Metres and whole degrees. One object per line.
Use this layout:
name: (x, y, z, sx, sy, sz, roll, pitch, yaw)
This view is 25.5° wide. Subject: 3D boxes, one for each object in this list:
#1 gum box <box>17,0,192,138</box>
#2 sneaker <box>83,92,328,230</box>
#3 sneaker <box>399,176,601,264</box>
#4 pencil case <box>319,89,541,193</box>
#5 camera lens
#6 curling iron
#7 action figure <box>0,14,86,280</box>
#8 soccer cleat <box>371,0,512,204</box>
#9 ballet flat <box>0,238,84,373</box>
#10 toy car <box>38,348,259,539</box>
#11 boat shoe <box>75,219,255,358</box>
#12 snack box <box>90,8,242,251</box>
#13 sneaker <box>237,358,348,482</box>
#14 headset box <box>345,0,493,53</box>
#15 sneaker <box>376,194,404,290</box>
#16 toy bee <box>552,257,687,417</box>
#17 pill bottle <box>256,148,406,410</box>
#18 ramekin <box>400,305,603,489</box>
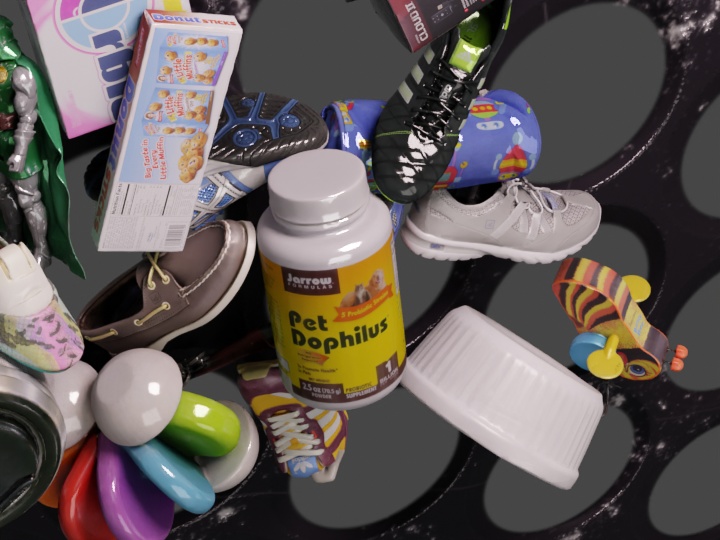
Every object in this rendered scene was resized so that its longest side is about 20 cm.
gum box: (-0.189, -0.207, 1.142, 0.113, 0.066, 0.201, -21, 133, -13)
sneaker: (-0.121, -0.083, 1.287, 0.199, 0.076, 0.077, -17, 139, -5)
sneaker: (0.138, -0.056, 1.448, 0.199, 0.075, 0.082, -6, 129, -26)
pencil case: (0.056, -0.112, 1.354, 0.199, 0.087, 0.078, -7, 154, -24)
camera lens: (-0.323, 0.094, 1.213, 0.159, 0.200, 0.160, -16, 132, -19)
curling iron: (-0.087, 0.063, 1.399, 0.199, 0.050, 0.026, -22, 96, 15)
action figure: (-0.259, -0.095, 1.177, 0.055, 0.118, 0.201, -32, 131, -42)
soccer cleat: (0.065, -0.146, 1.276, 0.067, 0.201, 0.081, 28, 157, -5)
ballet flat: (-0.277, -0.007, 1.167, 0.069, 0.200, 0.071, -29, 152, -44)
toy car: (-0.195, 0.163, 1.344, 0.199, 0.151, 0.175, -8, 149, 29)
boat shoe: (-0.161, 0.013, 1.300, 0.059, 0.072, 0.200, 22, 141, -33)
snack box: (-0.147, -0.100, 1.190, 0.072, 0.024, 0.201, 0, 127, -27)
sneaker: (-0.055, 0.137, 1.436, 0.075, 0.091, 0.200, -8, 161, 18)
headset box: (0.065, -0.277, 1.228, 0.200, 0.075, 0.149, -34, 135, -2)
sneaker: (0.000, 0.000, 1.427, 0.078, 0.075, 0.200, -10, 138, -35)
toy bee: (0.271, 0.064, 1.601, 0.200, 0.108, 0.131, 43, 54, -52)
pill bottle: (-0.024, 0.007, 1.283, 0.109, 0.109, 0.201, -19, 126, -16)
ramekin: (0.139, 0.114, 1.511, 0.202, 0.202, 0.094, 29, 94, -42)
